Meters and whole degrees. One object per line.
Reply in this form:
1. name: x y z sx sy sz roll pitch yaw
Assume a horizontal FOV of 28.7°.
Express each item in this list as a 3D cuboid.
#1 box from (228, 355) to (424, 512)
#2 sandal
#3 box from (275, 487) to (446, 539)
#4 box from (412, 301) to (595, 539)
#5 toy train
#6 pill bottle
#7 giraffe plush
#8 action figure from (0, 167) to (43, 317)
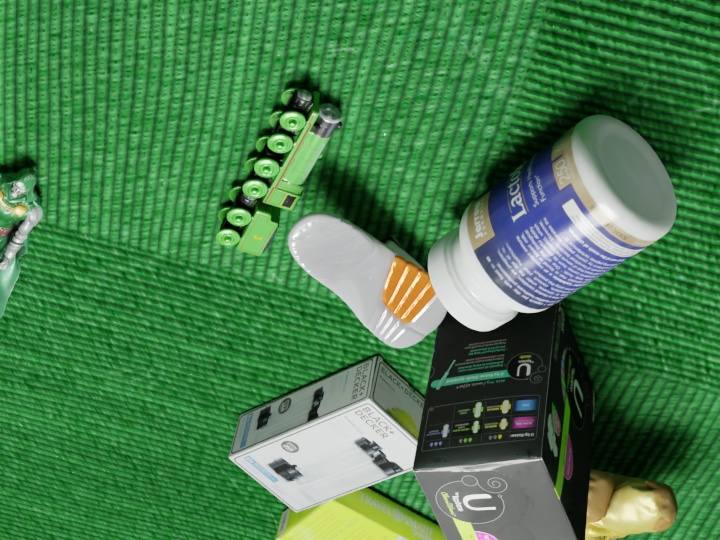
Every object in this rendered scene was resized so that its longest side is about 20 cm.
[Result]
1. box: -0.026 0.175 1.480 0.200 0.060 0.117 -25 124 32
2. sandal: 0.006 -0.006 1.294 0.079 0.059 0.207 -39 130 11
3. box: 0.019 0.314 1.616 0.200 0.048 0.122 31 134 -17
4. box: 0.139 0.148 1.316 0.124 0.200 0.149 -9 132 21
5. toy train: -0.074 -0.084 1.251 0.056 0.042 0.200 17 136 -18
6. pill bottle: 0.157 -0.034 1.191 0.116 0.116 0.200 36 131 -21
7. giraffe plush: 0.208 0.277 1.414 0.200 0.162 0.173 10 174 11
8. action figure: -0.361 -0.035 1.358 0.118 0.055 0.200 32 128 -15
